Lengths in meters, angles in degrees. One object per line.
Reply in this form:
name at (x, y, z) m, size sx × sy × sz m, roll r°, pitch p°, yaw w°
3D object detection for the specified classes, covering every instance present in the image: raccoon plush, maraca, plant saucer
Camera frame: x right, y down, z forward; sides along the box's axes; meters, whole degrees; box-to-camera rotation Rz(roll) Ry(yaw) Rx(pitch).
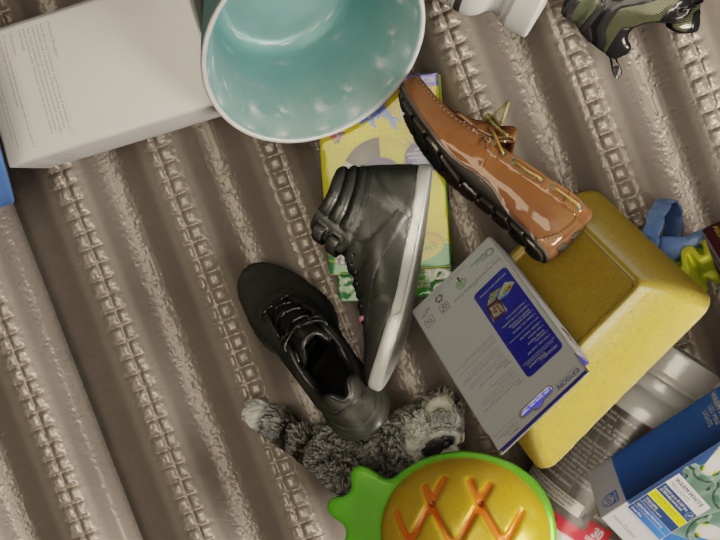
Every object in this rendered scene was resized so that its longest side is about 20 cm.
raccoon plush at (0.001, 0.134, 1.330) m, size 0.199 × 0.097 × 0.135 m, roll 33°, pitch 89°, yaw 3°
maraca at (0.068, 0.223, 1.246) m, size 0.197 × 0.107 × 0.139 m, roll -3°, pitch 90°, yaw 14°
plant saucer at (0.169, 0.036, 1.255) m, size 0.200 × 0.200 × 0.048 m, roll -46°, pitch 129°, yaw 7°

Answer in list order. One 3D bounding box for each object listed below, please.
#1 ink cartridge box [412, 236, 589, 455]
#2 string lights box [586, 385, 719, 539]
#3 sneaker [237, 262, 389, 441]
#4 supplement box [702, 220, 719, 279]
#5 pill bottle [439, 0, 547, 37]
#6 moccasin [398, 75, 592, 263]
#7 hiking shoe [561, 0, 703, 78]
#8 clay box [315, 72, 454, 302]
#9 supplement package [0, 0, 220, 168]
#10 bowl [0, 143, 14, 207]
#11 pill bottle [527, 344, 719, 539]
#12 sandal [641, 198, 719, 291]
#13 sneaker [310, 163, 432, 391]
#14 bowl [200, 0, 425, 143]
ink cartridge box at (0.120, 0.065, 1.211) m, size 0.099 × 0.201 × 0.039 m, roll -43°, pitch 127°, yaw 11°
string lights box at (0.297, 0.158, 1.193) m, size 0.199 × 0.059 × 0.103 m, roll -37°, pitch 119°, yaw 17°
sneaker at (-0.047, 0.058, 1.303) m, size 0.076 × 0.091 × 0.200 m, roll -41°, pitch 61°, yaw -4°
supplement box at (0.357, 0.055, 1.232) m, size 0.060 × 0.109 × 0.201 m, roll -24°, pitch 123°, yaw 7°
pill bottle at (0.081, -0.294, 1.273) m, size 0.199 × 0.116 × 0.117 m, roll 32°, pitch 97°, yaw 3°
moccasin at (0.113, -0.099, 1.256) m, size 0.078 × 0.074 × 0.201 m, roll -45°, pitch 72°, yaw -7°
hiking shoe at (0.277, -0.262, 1.285) m, size 0.199 × 0.076 × 0.101 m, roll -38°, pitch 98°, yaw 16°
clay box at (0.024, -0.073, 1.330) m, size 0.113 × 0.048 × 0.203 m, roll -5°, pitch 93°, yaw 6°
supplement package at (-0.221, -0.175, 1.311) m, size 0.198 × 0.120 × 0.123 m, roll -15°, pitch 92°, yaw 7°
bowl at (-0.347, -0.146, 1.291) m, size 0.039 × 0.200 × 0.203 m, roll -16°, pitch 93°, yaw -12°
pill bottle at (0.229, 0.154, 1.294) m, size 0.110 × 0.111 × 0.201 m, roll 32°, pitch 97°, yaw 3°
sandal at (0.237, 0.006, 1.309) m, size 0.199 × 0.079 × 0.088 m, roll -31°, pitch 62°, yaw 11°
sneaker at (0.000, 0.000, 1.276) m, size 0.098 × 0.071 × 0.203 m, roll 9°, pitch 83°, yaw 7°
bowl at (-0.055, -0.219, 1.244) m, size 0.200 × 0.201 × 0.105 m, roll -36°, pitch 47°, yaw 7°
